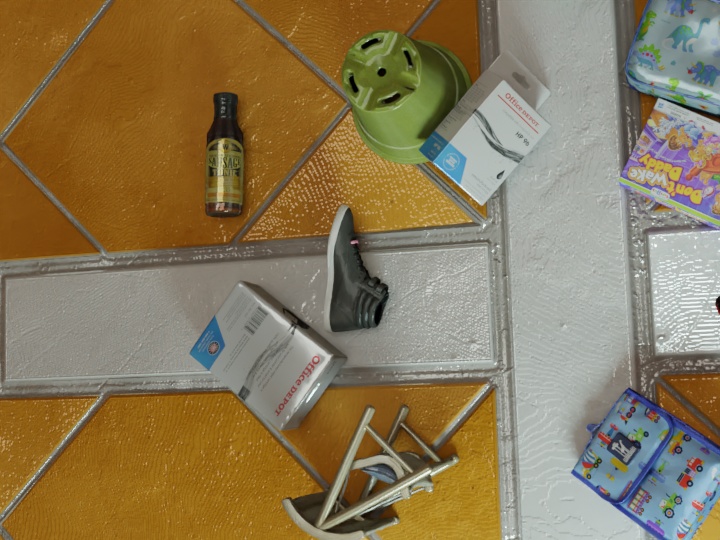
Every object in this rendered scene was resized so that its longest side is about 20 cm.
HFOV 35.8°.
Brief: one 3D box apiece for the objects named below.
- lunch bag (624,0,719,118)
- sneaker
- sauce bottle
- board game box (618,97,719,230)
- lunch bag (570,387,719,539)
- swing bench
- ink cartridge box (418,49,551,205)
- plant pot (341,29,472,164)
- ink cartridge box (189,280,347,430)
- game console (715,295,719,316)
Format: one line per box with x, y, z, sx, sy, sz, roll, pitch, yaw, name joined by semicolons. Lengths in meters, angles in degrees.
0.494;-0.315;1.603;0.199;0.082;0.162;20;91;18;lunch bag
0.000;0.000;1.732;0.098;0.071;0.202;4;92;15;sneaker
-0.223;-0.189;1.819;0.066;0.066;0.202;-3;85;17;sauce bottle
0.493;-0.145;1.605;0.199;0.045;0.135;26;93;18;board game box
0.409;0.273;1.579;0.200;0.094;0.151;34;96;30;lunch bag
0.018;0.309;1.625;0.130;0.199;0.200;43;98;16;swing bench
0.199;-0.214;1.661;0.116;0.068;0.200;37;98;-28;ink cartridge box
0.056;-0.275;1.677;0.199;0.190;0.202;-1;85;16;plant pot
-0.144;0.134;1.752;0.200;0.084;0.145;37;95;17;ink cartridge box
0.603;0.095;1.514;0.118;0.172;0.201;-34;74;38;game console
